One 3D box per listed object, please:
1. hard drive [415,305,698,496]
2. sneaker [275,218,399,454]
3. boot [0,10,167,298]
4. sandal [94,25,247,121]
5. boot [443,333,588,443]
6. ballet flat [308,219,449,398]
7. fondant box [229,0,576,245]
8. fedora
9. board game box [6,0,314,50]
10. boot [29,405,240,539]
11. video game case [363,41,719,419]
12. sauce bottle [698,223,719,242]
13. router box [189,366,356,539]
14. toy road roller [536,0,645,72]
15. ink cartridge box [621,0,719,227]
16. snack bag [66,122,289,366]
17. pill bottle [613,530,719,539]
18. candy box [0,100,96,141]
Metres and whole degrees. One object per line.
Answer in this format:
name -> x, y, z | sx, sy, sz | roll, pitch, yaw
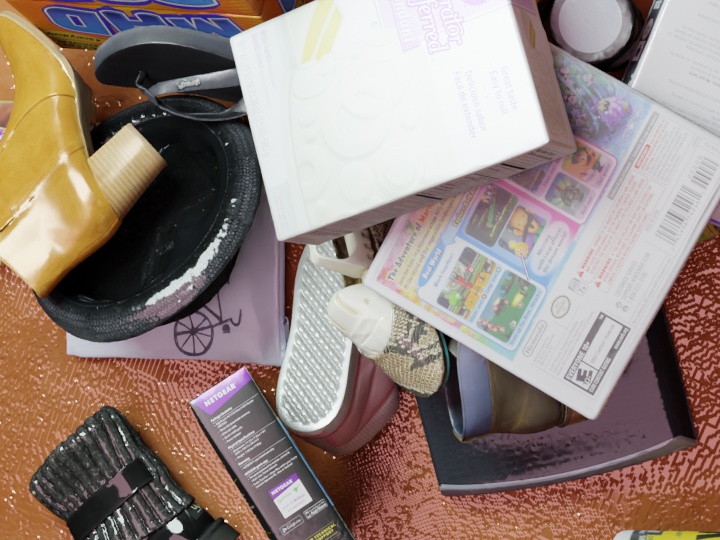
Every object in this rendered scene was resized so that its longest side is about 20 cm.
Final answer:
hard drive -> 0.135, 0.092, 1.241 | 0.198, 0.042, 0.136 | -14, 92, 18
sneaker -> -0.005, 0.044, 1.273 | 0.075, 0.105, 0.202 | 8, 69, 23
boot -> -0.247, -0.086, 1.222 | 0.144, 0.071, 0.201 | -43, 65, -6
sandal -> -0.094, -0.131, 1.195 | 0.198, 0.076, 0.043 | 8, 69, 2
boot -> 0.096, 0.023, 1.154 | 0.096, 0.075, 0.202 | -16, 104, -13
ballet flat -> 0.000, 0.000, 1.189 | 0.068, 0.075, 0.201 | -45, 51, 43
fondant box -> 0.025, -0.115, 1.095 | 0.199, 0.058, 0.146 | -19, 79, 24
fedora -> -0.148, -0.028, 1.256 | 0.199, 0.092, 0.202 | -9, 63, 19
board game box -> -0.142, -0.276, 1.176 | 0.198, 0.200, 0.202 | 7, 78, 18
boot -> -0.213, 0.229, 1.345 | 0.158, 0.079, 0.211 | 40, 95, 3
video game case -> 0.124, -0.033, 1.109 | 0.181, 0.024, 0.201 | 30, 102, 10
sauce bottle -> 0.173, -0.027, 1.206 | 0.199, 0.065, 0.065 | -23, 89, 23
router box -> -0.064, 0.151, 1.228 | 0.051, 0.200, 0.150 | -32, 86, -8
toy road roller -> 0.097, -0.170, 1.182 | 0.200, 0.123, 0.146 | -38, 84, 14
ink cartridge box -> 0.279, -0.120, 1.134 | 0.197, 0.043, 0.201 | 22, 93, -3
snack bag -> -0.145, -0.023, 1.329 | 0.198, 0.021, 0.190 | 2, 97, 18
pill bottle -> 0.276, 0.239, 1.175 | 0.198, 0.114, 0.115 | -2, 96, 17
candy box -> -0.306, -0.077, 1.344 | 0.198, 0.056, 0.118 | 3, 98, 26
